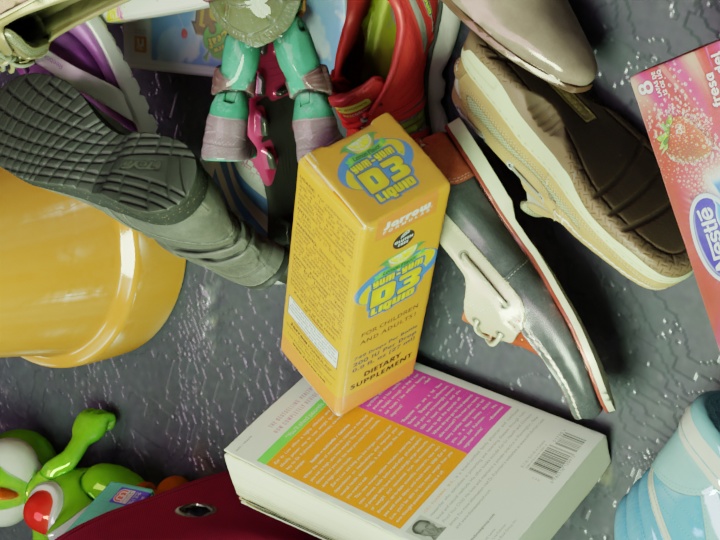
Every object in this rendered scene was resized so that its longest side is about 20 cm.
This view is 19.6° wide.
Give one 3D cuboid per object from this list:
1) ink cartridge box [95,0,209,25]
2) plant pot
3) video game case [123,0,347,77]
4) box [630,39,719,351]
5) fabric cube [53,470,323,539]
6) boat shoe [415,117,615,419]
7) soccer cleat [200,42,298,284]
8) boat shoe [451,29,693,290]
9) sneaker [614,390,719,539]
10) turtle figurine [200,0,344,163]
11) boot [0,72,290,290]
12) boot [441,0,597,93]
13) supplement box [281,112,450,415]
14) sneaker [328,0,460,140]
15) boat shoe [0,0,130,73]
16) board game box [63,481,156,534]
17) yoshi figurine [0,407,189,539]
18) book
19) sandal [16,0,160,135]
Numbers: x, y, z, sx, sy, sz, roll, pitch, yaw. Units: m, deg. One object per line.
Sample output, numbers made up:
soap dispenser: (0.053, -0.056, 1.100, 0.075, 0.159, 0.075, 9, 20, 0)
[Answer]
ink cartridge box: (-0.161, -0.222, 1.374, 0.199, 0.067, 0.118, -2, 100, 39)
plant pot: (-0.253, -0.020, 1.450, 0.199, 0.183, 0.202, 11, 107, 37)
video game case: (-0.082, -0.217, 1.369, 0.199, 0.022, 0.183, 10, 107, 37)
box: (0.234, -0.030, 1.112, 0.095, 0.099, 0.201, -19, 89, 40)
fabric cube: (-0.062, 0.257, 1.358, 0.198, 0.196, 0.202, 5, 104, 38)
boat shoe: (0.084, 0.007, 1.245, 0.062, 0.071, 0.201, -31, 83, 2)
soccer cleat: (-0.074, -0.083, 1.347, 0.086, 0.070, 0.201, 15, 123, 34)
boat shoe: (0.123, -0.057, 1.224, 0.200, 0.071, 0.076, 55, 141, 26)
sneaker: (0.224, 0.182, 1.189, 0.131, 0.079, 0.201, -51, 60, 33)
turtle figurine: (-0.050, -0.164, 1.221, 0.149, 0.100, 0.202, 6, 98, 40)
boot: (-0.145, -0.047, 1.320, 0.199, 0.131, 0.068, 26, 77, 35)
boot: (0.093, -0.219, 1.200, 0.200, 0.070, 0.147, 44, 122, 21)
supplement box: (0.000, 0.000, 1.248, 0.069, 0.066, 0.201, 49, 154, 27)
sneaker: (0.007, -0.099, 1.286, 0.077, 0.085, 0.201, 14, 110, 36)
boat shoe: (-0.196, -0.163, 1.301, 0.200, 0.073, 0.063, -29, 78, 15)
board game box: (-0.165, 0.270, 1.426, 0.045, 0.152, 0.201, 7, 130, 37)
yoshi figurine: (-0.216, 0.163, 1.543, 0.199, 0.113, 0.112, 18, 153, 20)
book: (0.035, 0.118, 1.289, 0.199, 0.134, 0.048, 20, 141, 34)
sandal: (-0.186, -0.114, 1.365, 0.082, 0.050, 0.203, -27, 100, 44)
